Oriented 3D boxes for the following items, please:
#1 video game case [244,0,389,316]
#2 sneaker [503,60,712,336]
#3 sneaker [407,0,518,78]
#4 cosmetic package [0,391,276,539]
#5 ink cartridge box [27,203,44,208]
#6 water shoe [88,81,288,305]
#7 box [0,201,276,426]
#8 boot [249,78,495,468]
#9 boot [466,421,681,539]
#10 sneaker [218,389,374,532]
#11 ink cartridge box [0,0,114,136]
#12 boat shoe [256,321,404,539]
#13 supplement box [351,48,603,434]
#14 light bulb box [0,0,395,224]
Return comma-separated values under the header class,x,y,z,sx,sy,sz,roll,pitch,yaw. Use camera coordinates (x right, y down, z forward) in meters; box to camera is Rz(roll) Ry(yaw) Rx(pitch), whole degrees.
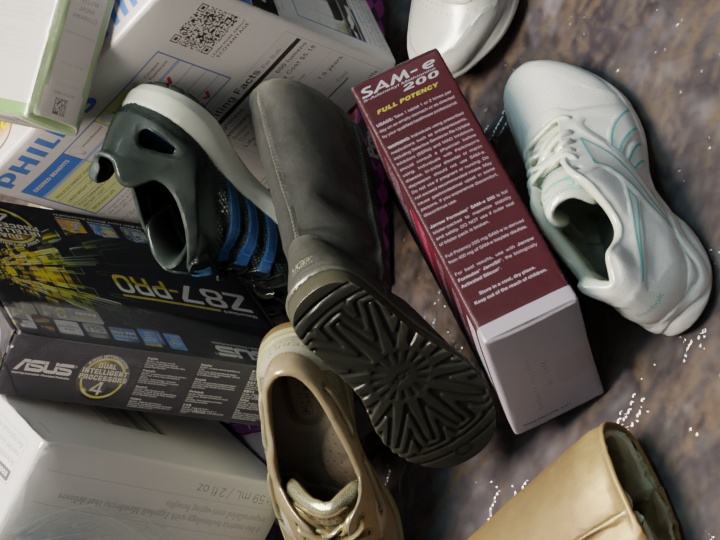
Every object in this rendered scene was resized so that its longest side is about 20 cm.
class,x,y,z,sx,sy,sz,roll,pitch,yaw
video game case,-0.057,-0.071,1.569,0.181,0.036,0.201,-16,68,40
sneaker,0.127,-0.053,1.356,0.070,0.080,0.201,-48,49,25
sneaker,0.059,-0.217,1.453,0.075,0.099,0.201,22,95,43
cosmetic package,-0.183,0.173,1.422,0.123,0.199,0.201,38,106,43
ink cartridge box,-0.184,0.048,1.596,0.165,0.075,0.200,-59,37,26
water shoe,-0.092,-0.025,1.431,0.071,0.200,0.079,10,58,48
box,-0.151,0.024,1.425,0.049,0.199,0.161,-64,37,23
boot,0.002,-0.001,1.397,0.072,0.182,0.200,-33,34,8
boot,0.096,0.207,1.322,0.200,0.066,0.176,-36,65,26
sneaker,-0.030,0.114,1.478,0.200,0.074,0.088,-17,78,51
ink cartridge box,-0.198,-0.188,1.397,0.145,0.048,0.201,14,86,45
boat shoe,-0.021,0.131,1.388,0.072,0.065,0.201,-9,114,10
supplement box,0.067,-0.018,1.376,0.061,0.109,0.200,-26,56,-2
light bulb box,-0.124,-0.134,1.484,0.198,0.200,0.125,-43,54,25
